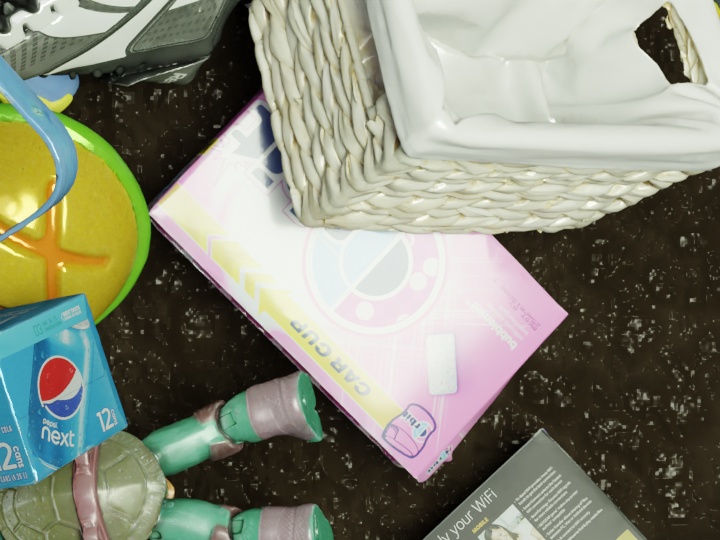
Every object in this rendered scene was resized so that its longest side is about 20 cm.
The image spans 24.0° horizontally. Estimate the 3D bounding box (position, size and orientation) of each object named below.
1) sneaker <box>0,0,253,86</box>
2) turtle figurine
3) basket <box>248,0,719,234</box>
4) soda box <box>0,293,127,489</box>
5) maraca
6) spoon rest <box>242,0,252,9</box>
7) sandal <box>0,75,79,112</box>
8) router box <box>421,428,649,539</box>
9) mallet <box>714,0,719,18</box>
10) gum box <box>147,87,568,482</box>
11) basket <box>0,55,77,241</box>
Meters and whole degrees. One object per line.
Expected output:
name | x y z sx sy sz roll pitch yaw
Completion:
sneaker | -0.113 -0.115 0.785 0.199 0.066 0.091 -35 124 -21
turtle figurine | -0.116 0.110 0.811 0.198 0.101 0.151 -9 91 10
basket | 0.061 -0.094 0.791 0.198 0.123 0.137 -1 68 -35
soda box | -0.205 0.063 0.747 0.198 0.068 0.065 -11 101 31
maraca | -0.196 -0.006 0.809 0.198 0.107 0.138 -24 120 11
spoon rest | -0.061 -0.204 0.844 0.200 0.061 0.099 43 86 -8
sandal | -0.212 -0.153 0.815 0.200 0.079 0.087 40 82 -10
router box | 0.075 0.207 0.857 0.200 0.052 0.157 -41 71 -5
mallet | 0.189 -0.164 0.902 0.065 0.041 0.202 -26 101 -10
gum box | 0.000 0.000 0.859 0.200 0.066 0.114 45 84 -8
basket | -0.231 -0.054 0.681 0.199 0.139 0.177 -34 96 26
